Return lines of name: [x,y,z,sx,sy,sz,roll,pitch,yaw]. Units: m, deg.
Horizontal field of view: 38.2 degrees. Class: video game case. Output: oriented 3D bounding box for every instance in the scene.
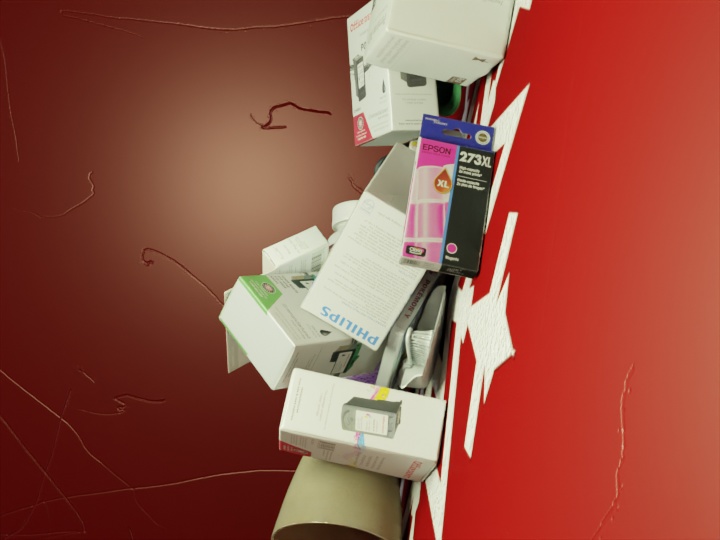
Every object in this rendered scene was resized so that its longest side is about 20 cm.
video game case: [0.074,0.090,1.517,0.183,0.023,0.201,-56,-15,-40]

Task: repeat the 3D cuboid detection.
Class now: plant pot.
plant pot: [-0.018,0.304,1.492,0.188,0.185,0.202,103,177,-56]

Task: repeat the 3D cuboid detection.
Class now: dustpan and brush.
dustpan and brush: [0.076,0.120,1.433,0.201,0.057,0.141,84,-159,-59]

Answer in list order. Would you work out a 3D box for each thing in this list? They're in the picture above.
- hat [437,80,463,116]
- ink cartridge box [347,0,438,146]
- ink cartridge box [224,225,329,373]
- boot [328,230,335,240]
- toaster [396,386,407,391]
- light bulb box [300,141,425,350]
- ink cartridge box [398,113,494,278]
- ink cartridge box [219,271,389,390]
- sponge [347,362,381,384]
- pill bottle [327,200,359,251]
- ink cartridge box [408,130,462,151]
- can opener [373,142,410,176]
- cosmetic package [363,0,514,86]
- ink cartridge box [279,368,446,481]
hat: [0.181,-0.355,1.587,0.166,0.174,0.202,42,146,55]
ink cartridge box: [0.046,-0.296,1.547,0.145,0.082,0.203,172,94,-68]
ink cartridge box: [-0.130,0.045,1.523,0.044,0.172,0.201,50,153,31]
boot: [0.006,-0.067,1.803,0.189,0.068,0.200,-52,10,21]
toaster: [0.023,0.149,1.737,0.114,0.128,0.202,87,-170,-55]
light bulb box: [0.036,-0.036,1.420,0.201,0.124,0.199,-60,-1,30]
ink cartridge box: [0.108,-0.096,1.255,0.037,0.094,0.202,107,173,-71]
ink cartridge box: [-0.071,0.077,1.445,0.146,0.199,0.085,48,124,30]
sponge: [0.009,0.097,1.674,0.201,0.110,0.030,-82,-28,-42]
pill bottle: [0.000,0.000,1.619,0.110,0.108,0.202,107,164,-73]
ink cartridge box: [0.104,-0.116,1.595,0.201,0.087,0.147,-78,-1,-59]
can opener: [0.094,-0.190,1.741,0.200,0.064,0.078,-37,6,-38]
cosmetic package: [0.111,-0.377,1.400,0.165,0.163,0.202,162,118,-79]
ink cartridge box: [-0.001,0.200,1.332,0.148,0.198,0.087,106,175,-69]
